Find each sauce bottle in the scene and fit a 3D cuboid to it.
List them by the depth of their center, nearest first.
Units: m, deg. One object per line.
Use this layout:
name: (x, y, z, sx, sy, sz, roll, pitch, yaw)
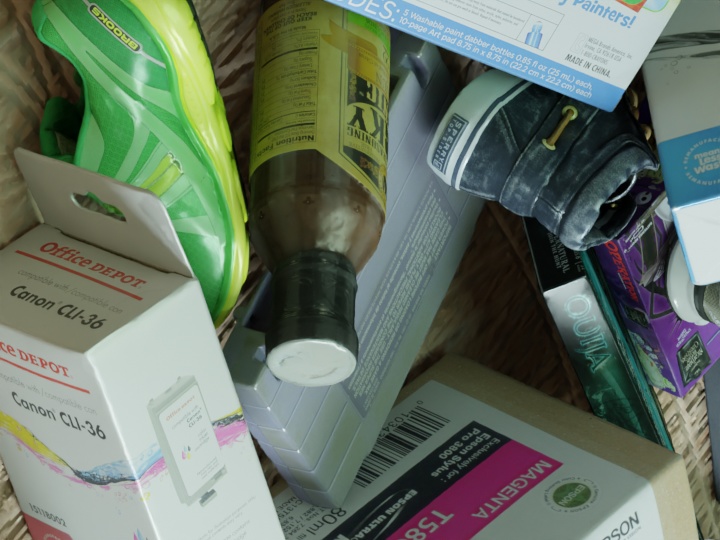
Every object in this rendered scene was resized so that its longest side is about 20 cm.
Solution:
sauce bottle: (-0.019, -0.043, 1.326, 0.065, 0.064, 0.201, 36, 44, -44)

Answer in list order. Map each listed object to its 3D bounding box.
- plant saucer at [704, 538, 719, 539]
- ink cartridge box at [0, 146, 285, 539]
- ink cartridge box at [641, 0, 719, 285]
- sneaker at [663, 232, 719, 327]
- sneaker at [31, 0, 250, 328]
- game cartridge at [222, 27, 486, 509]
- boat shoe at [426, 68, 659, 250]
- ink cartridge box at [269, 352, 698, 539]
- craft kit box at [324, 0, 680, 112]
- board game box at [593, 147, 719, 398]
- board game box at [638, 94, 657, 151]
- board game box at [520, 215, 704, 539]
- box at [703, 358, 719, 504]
plant saucer: (0.166, 0.245, 1.677, 0.199, 0.034, 0.202, -16, 113, -40)
ink cartridge box: (-0.113, 0.054, 1.292, 0.067, 0.116, 0.201, -35, 123, -30)
ink cartridge box: (0.193, -0.102, 1.417, 0.067, 0.115, 0.201, 63, 16, -51)
sneaker: (0.247, -0.043, 1.446, 0.201, 0.115, 0.076, -56, 137, -12)
sneaker: (-0.099, -0.057, 1.317, 0.083, 0.074, 0.201, -15, 129, -1)
game cartridge: (0.000, 0.000, 1.411, 0.201, 0.038, 0.130, -64, 154, -22)
boat shoe: (0.112, -0.067, 1.444, 0.200, 0.091, 0.071, -37, 158, -55)
ink cartridge box: (0.040, 0.141, 1.429, 0.200, 0.164, 0.075, -36, 130, -32)
craft kit box: (0.080, -0.188, 1.306, 0.199, 0.049, 0.198, 19, 116, -32)
board game box: (0.201, -0.044, 1.506, 0.200, 0.032, 0.120, -46, 138, -20)
board game box: (0.239, -0.098, 1.601, 0.199, 0.045, 0.135, -6, 131, -42)
board game box: (0.125, 0.040, 1.514, 0.028, 0.136, 0.201, -21, 126, 7)
box: (0.301, 0.056, 1.700, 0.199, 0.106, 0.123, -28, 120, -35)
